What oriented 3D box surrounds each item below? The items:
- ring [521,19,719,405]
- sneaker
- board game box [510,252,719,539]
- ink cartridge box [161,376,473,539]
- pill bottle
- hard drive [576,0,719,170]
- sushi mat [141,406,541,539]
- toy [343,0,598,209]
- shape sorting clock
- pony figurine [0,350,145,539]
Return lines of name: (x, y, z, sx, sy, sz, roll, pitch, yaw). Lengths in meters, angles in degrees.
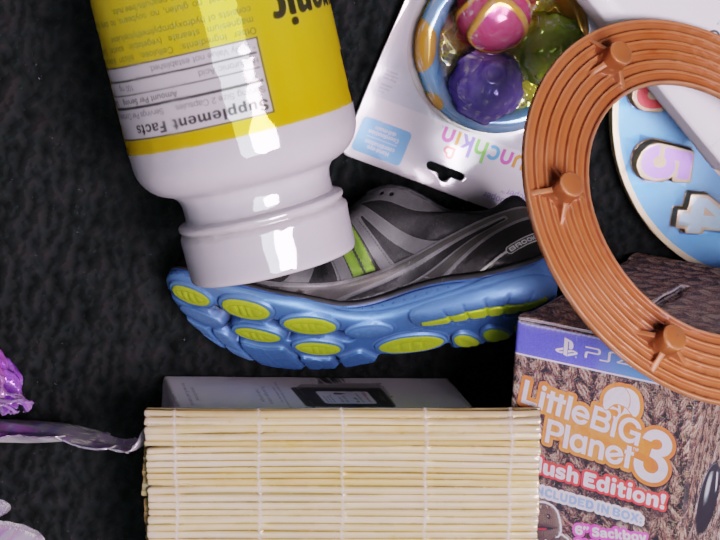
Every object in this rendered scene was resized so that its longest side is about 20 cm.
ring: (0.166, -0.032, 0.899, 0.199, 0.019, 0.202, 11, 64, -23)
sneaker: (0.000, 0.000, 0.979, 0.198, 0.083, 0.071, -6, 149, 0)
board game box: (0.150, 0.109, 0.986, 0.096, 0.159, 0.201, 11, 108, 28)
ink cartridge box: (-0.006, 0.121, 1.007, 0.199, 0.067, 0.117, 2, 104, -15)
pill bottle: (-0.064, -0.099, 0.891, 0.111, 0.111, 0.201, -14, 100, -11)
hard drive: (0.168, -0.166, 0.954, 0.132, 0.027, 0.200, -46, 112, -6)
sushi mat: (-0.010, 0.114, 0.933, 0.199, 0.012, 0.096, -1, 104, 5)
toy: (0.082, -0.129, 0.970, 0.115, 0.047, 0.201, 19, 99, -18)
shape sorting clock: (0.231, -0.089, 1.026, 0.199, 0.039, 0.201, -4, 106, -14)
pony figurine: (-0.218, 0.072, 0.908, 0.192, 0.167, 0.201, 1, 112, 18)
